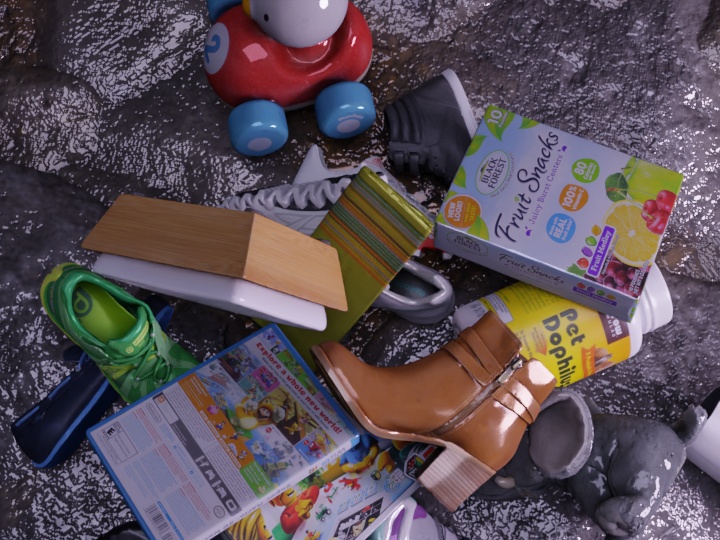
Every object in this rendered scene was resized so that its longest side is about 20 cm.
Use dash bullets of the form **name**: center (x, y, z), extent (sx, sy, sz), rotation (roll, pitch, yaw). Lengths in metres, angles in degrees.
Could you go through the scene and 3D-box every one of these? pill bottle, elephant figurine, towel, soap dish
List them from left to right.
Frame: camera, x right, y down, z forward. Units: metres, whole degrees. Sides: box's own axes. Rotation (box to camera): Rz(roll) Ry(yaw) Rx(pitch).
- **soap dish**: center (-0.127, -0.009, 1.017), extent (0.197, 0.157, 0.083), rotation (9, 83, 35)
- **towel**: center (-0.020, 0.002, 1.053), extent (0.086, 0.018, 0.201), rotation (42, 118, 5)
- **elephant figurine**: center (0.191, 0.171, 1.068), extent (0.198, 0.143, 0.155), rotation (31, 53, 21)
- **pill bottle**: center (0.196, 0.053, 1.095), extent (0.197, 0.109, 0.111), rotation (-23, 79, -5)

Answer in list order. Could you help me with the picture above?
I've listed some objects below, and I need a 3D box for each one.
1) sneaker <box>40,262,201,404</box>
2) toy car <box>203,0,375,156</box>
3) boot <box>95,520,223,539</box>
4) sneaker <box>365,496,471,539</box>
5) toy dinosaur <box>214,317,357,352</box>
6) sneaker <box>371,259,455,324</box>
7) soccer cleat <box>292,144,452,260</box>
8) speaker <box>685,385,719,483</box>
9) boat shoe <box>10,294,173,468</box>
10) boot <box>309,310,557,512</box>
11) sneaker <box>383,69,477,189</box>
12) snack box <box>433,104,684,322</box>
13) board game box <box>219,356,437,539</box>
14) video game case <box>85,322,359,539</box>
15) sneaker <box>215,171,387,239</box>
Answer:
- **sneaker**: center (-0.208, 0.073, 1.029), extent (0.200, 0.083, 0.075), rotation (42, 74, -18)
- **toy car**: center (-0.076, -0.248, 1.097), extent (0.173, 0.201, 0.187), rotation (-11, 68, -2)
- **boot**: center (-0.168, 0.242, 1.024), extent (0.199, 0.168, 0.077), rotation (-39, 82, -8)
- **sneaker**: center (0.038, 0.323, 1.054), extent (0.138, 0.078, 0.202), rotation (28, 80, 6)
- **toy dinosaur**: center (-0.097, 0.080, 1.123), extent (0.198, 0.047, 0.089), rotation (-35, 87, -4)
- **sneaker**: center (0.000, 0.000, 1.122), extent (0.196, 0.080, 0.072), rotation (12, 80, 4)
- **soccer cleat**: center (0.026, -0.068, 1.140), extent (0.196, 0.069, 0.087), rotation (16, 90, 8)
- **speaker**: center (0.402, 0.200, 1.081), extent (0.199, 0.081, 0.082), rotation (38, 80, 8)
- **boat shoe**: center (-0.266, 0.097, 1.099), extent (0.068, 0.084, 0.201), rotation (38, 78, 10)
- **boot**: center (0.066, 0.092, 0.994), extent (0.200, 0.077, 0.156), rotation (43, 85, -1)
- **sneaker**: center (0.085, -0.099, 1.150), extent (0.098, 0.071, 0.203), rotation (-21, 73, -3)
- **snack box**: center (0.184, -0.055, 1.057), extent (0.197, 0.053, 0.144), rotation (22, 65, 13)
- **board game box**: center (-0.033, 0.189, 1.017), extent (0.199, 0.035, 0.127), rotation (-39, 82, -23)
- **video game case**: center (-0.120, 0.146, 0.989), extent (0.198, 0.018, 0.143), rotation (-30, 60, -21)
- **sneaker**: center (-0.061, -0.045, 1.092), extent (0.197, 0.075, 0.083), rotation (-4, 99, 32)
